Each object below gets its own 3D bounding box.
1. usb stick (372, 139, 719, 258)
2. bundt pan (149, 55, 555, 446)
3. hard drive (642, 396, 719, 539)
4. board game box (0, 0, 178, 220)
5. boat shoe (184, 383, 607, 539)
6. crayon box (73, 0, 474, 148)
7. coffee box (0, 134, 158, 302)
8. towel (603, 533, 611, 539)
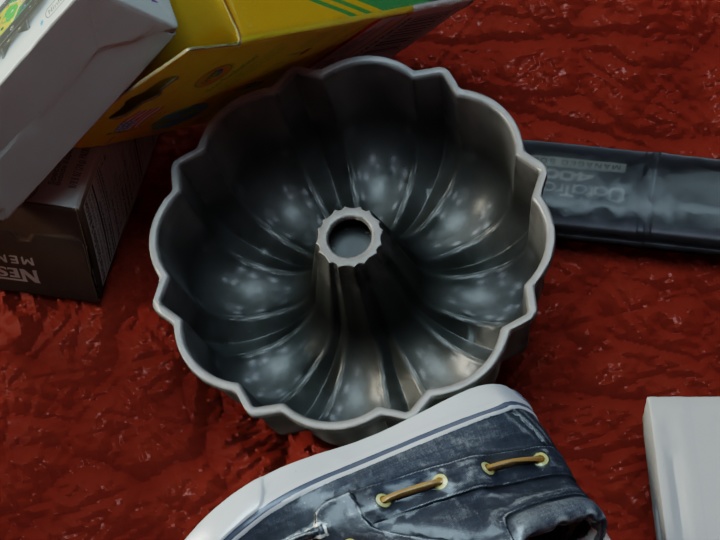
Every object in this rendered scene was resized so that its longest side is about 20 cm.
[{"bbox_3d":[0.107,-0.040,1.516,0.199,0.033,0.056,6,64,10],"label":"usb stick"},{"bbox_3d":[0.000,0.000,1.454,0.201,0.076,0.203,-4,63,8],"label":"bundt pan"},{"bbox_3d":[0.237,0.117,1.373,0.199,0.026,0.132,0,52,-4],"label":"hard drive"},{"bbox_3d":[-0.175,-0.150,1.455,0.148,0.064,0.200,-44,44,27],"label":"board game box"},{"bbox_3d":[0.011,0.127,1.336,0.200,0.071,0.091,-27,51,-15],"label":"boat shoe"},{"bbox_3d":[-0.055,-0.119,1.479,0.200,0.127,0.051,-16,79,-45],"label":"crayon box"},{"bbox_3d":[-0.167,-0.091,1.549,0.113,0.080,0.201,8,54,12],"label":"coffee box"},{"bbox_3d":[0.034,0.171,1.366,0.199,0.032,0.191,-27,56,-13],"label":"towel"}]
